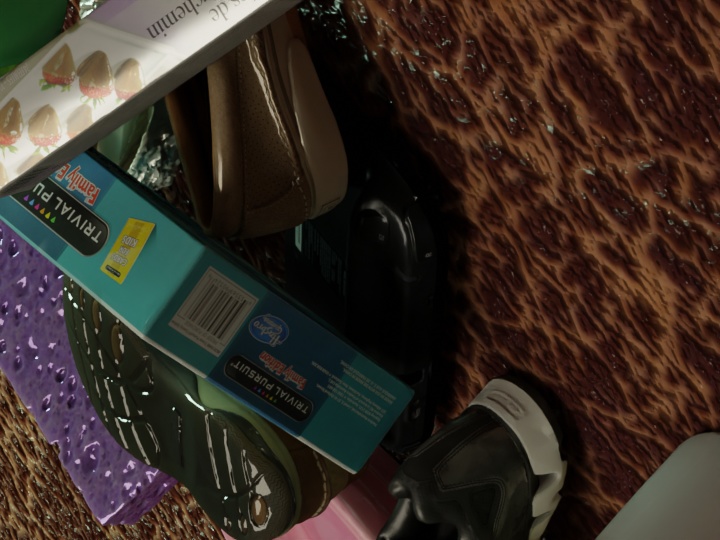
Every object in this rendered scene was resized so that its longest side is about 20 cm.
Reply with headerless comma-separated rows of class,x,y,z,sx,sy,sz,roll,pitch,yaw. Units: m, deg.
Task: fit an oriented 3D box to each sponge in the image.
sponge,-0.137,0.016,1.502,0.112,0.030,0.200,-44,68,23

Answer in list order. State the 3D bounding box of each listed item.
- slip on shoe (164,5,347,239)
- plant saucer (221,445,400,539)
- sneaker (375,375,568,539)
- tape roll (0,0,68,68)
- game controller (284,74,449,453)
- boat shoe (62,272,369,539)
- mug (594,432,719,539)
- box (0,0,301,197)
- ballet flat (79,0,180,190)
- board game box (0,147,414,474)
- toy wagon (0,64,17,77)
slip on shoe,-0.067,-0.110,1.228,0.076,0.060,0.201,3,112,64
plant saucer,0.001,0.149,1.511,0.200,0.051,0.201,44,155,27
sneaker,0.042,0.143,1.322,0.066,0.090,0.201,36,141,39
tape roll,-0.180,-0.179,1.246,0.200,0.048,0.201,48,147,46
game controller,0.000,0.000,1.331,0.105,0.042,0.200,59,162,29
boat shoe,-0.069,0.056,1.406,0.200,0.074,0.076,42,140,41
mug,0.129,0.182,1.164,0.187,0.153,0.149,60,156,-15
box,-0.080,-0.092,1.184,0.200,0.041,0.039,-32,86,28
ballet flat,-0.109,-0.079,1.389,0.072,0.072,0.200,48,156,16
board game box,-0.088,-0.003,1.295,0.200,0.047,0.151,36,180,44
toy wagon,-0.216,-0.100,1.609,0.155,0.039,0.201,8,129,60
